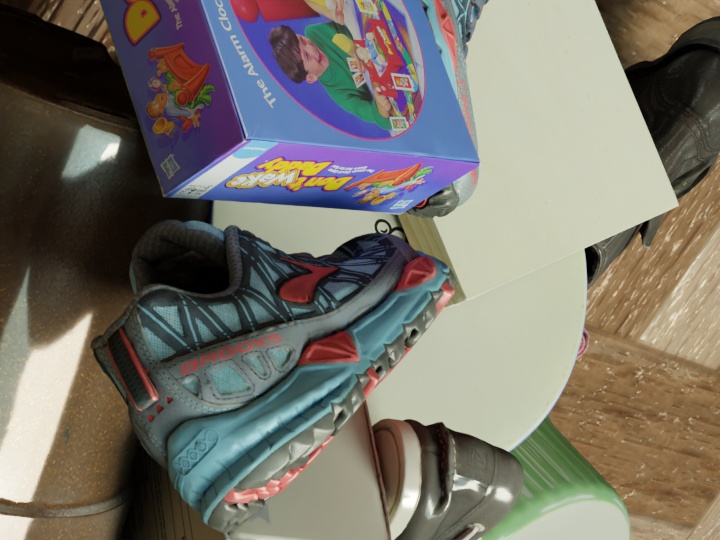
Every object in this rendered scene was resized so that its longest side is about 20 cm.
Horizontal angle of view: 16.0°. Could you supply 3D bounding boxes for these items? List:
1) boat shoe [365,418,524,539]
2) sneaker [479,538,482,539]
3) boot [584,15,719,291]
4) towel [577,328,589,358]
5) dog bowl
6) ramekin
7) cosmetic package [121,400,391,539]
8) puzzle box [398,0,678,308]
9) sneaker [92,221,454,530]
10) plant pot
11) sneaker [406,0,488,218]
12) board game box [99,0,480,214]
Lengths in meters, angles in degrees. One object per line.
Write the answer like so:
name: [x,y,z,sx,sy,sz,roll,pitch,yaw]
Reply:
boat shoe: [0.002,0.117,1.062,0.057,0.067,0.200,9,152,-22]
sneaker: [-0.011,0.139,1.194,0.200,0.075,0.081,-28,-164,47]
boot: [0.119,-0.034,1.276,0.174,0.069,0.200,-48,177,-25]
towel: [0.015,0.080,1.289,0.144,0.023,0.200,-30,-179,-26]
dog bowl: [0.000,0.000,1.131,0.200,0.200,0.079,-21,180,-35]
ramekin: [0.060,0.169,1.457,0.200,0.098,0.200,-30,142,-27]
cosmetic package: [-0.062,0.127,1.041,0.071,0.105,0.200,8,139,-22]
puzzle box: [0.051,-0.097,1.124,0.133,0.200,0.025,-22,180,-34]
sneaker: [-0.032,0.011,0.912,0.079,0.096,0.200,-44,-179,21]
plant pot: [-0.153,0.008,0.981,0.200,0.200,0.198,5,112,-51]
sneaker: [0.032,-0.122,1.057,0.096,0.200,0.079,-5,170,-35]
board game box: [-0.043,-0.123,0.964,0.045,0.200,0.134,-32,158,35]
